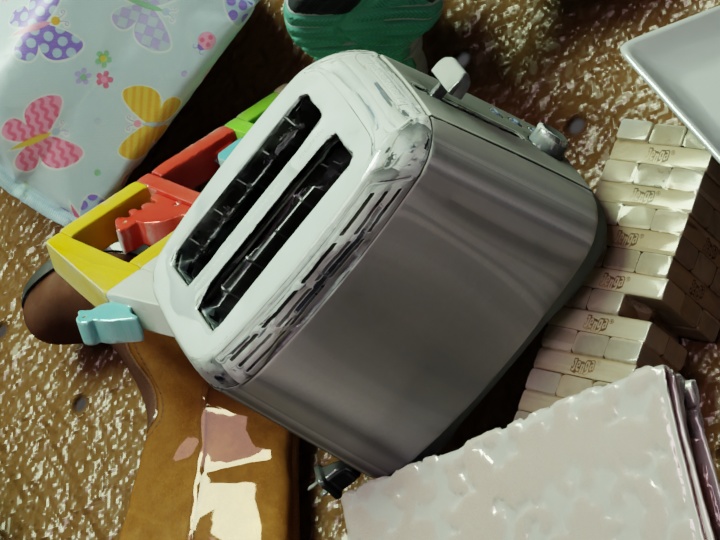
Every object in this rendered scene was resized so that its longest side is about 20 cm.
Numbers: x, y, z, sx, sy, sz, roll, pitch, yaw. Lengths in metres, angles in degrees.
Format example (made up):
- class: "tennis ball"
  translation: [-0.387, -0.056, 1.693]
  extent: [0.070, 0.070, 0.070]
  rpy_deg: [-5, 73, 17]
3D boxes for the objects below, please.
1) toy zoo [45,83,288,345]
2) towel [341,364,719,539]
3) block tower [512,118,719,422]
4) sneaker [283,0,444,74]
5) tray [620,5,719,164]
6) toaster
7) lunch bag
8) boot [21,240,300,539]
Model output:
- class: "toy zoo"
  translation: [-0.063, -0.024, 1.085]
  extent: [0.200, 0.021, 0.131]
  rpy_deg: [-36, 39, -30]
- class: "towel"
  translation: [0.080, 0.155, 0.896]
  extent: [0.200, 0.032, 0.192]
  rpy_deg: [-26, 69, 43]
- class: "block tower"
  translation: [0.119, 0.028, 0.970]
  extent: [0.054, 0.058, 0.201]
  rpy_deg: [11, 73, 40]
- class: "sneaker"
  translation: [0.000, -0.146, 1.058]
  extent: [0.074, 0.200, 0.088]
  rpy_deg: [-1, 78, -2]
- class: "tray"
  translation: [0.205, -0.044, 0.927]
  extent: [0.107, 0.022, 0.200]
  rpy_deg: [-21, 53, -21]
- class: "toaster"
  translation: [0.000, 0.000, 0.967]
  extent: [0.200, 0.129, 0.114]
  rpy_deg: [-50, 38, 14]
- class: "lunch bag"
  translation: [-0.151, -0.127, 1.209]
  extent: [0.170, 0.127, 0.200]
  rpy_deg: [-54, 22, 3]
- class: "boot"
  translation: [-0.103, 0.085, 1.113]
  extent: [0.188, 0.068, 0.201]
  rpy_deg: [-4, 66, 22]
